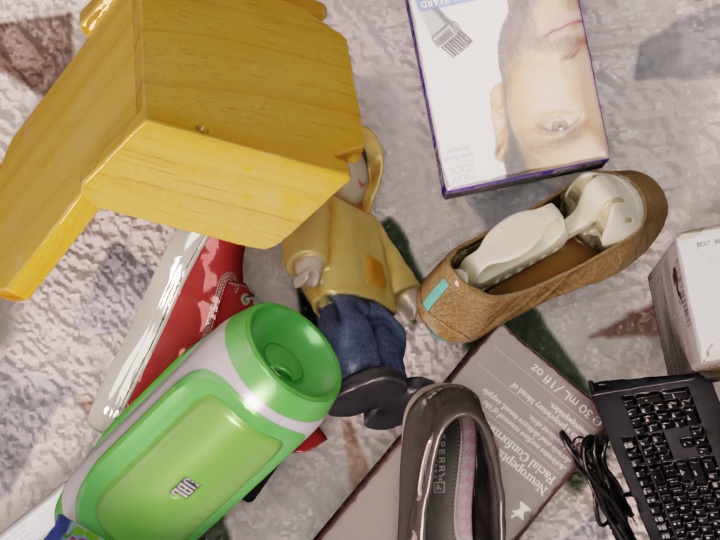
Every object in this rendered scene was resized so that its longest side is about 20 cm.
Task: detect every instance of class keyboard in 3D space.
[{"bbox_3d":[0.187,0.146,1.484,0.104,0.040,0.200,-7,130,24],"label":"keyboard"}]

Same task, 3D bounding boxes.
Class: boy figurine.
[{"bbox_3d":[0.000,0.000,1.528,0.064,0.124,0.201,-29,55,32],"label":"boy figurine"}]

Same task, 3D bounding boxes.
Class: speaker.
[{"bbox_3d":[-0.100,0.107,1.471,0.089,0.088,0.200,48,120,4],"label":"speaker"}]

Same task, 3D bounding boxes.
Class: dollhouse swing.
[{"bbox_3d":[-0.117,-0.066,1.506,0.181,0.200,0.176,15,122,-17],"label":"dollhouse swing"}]

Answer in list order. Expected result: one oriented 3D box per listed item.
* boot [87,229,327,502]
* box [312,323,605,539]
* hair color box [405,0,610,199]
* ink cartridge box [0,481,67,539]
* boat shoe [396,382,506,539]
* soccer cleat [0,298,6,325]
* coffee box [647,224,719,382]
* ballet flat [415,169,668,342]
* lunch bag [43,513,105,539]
[{"bbox_3d":[-0.069,0.039,1.545,0.144,0.072,0.201,24,95,2],"label":"boot"},{"bbox_3d":[0.060,0.137,1.533,0.100,0.075,0.200,39,90,2],"label":"box"},{"bbox_3d":[0.087,-0.155,1.556,0.109,0.065,0.201,-12,88,0],"label":"hair color box"},{"bbox_3d":[-0.201,0.271,1.545,0.199,0.041,0.200,-37,87,-1],"label":"ink cartridge box"},{"bbox_3d":[0.054,0.168,1.457,0.067,0.057,0.201,-5,101,-13],"label":"boat shoe"},{"bbox_3d":[-0.275,0.068,1.549,0.077,0.069,0.201,28,85,0],"label":"soccer cleat"},{"bbox_3d":[0.243,0.018,1.472,0.112,0.200,0.080,-11,83,1],"label":"coffee box"},{"bbox_3d":[0.120,-0.022,1.505,0.199,0.072,0.068,-25,65,-25],"label":"ballet flat"},{"bbox_3d":[-0.155,0.276,1.465,0.169,0.128,0.201,27,118,2],"label":"lunch bag"}]
